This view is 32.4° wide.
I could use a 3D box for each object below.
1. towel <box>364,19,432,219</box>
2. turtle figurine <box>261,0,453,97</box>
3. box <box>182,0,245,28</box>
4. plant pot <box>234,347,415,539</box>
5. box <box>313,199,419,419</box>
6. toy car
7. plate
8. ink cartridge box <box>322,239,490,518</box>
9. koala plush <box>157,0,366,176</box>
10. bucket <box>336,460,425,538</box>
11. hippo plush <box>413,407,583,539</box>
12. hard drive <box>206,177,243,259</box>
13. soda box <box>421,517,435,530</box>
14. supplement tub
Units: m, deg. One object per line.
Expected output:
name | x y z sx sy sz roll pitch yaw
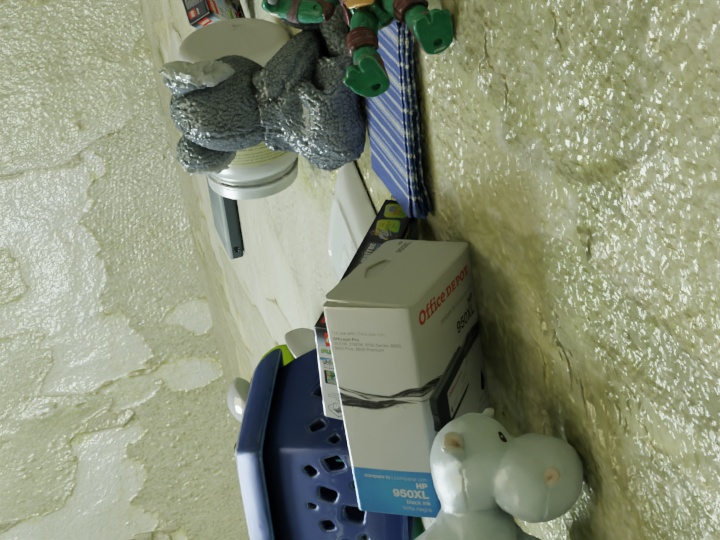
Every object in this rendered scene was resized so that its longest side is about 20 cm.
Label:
towel | 0.030 -0.162 1.175 0.145 0.024 0.201 -123 24 -59
turtle figurine | 0.000 -0.244 1.043 0.150 0.100 0.200 -46 51 26
box | -0.225 -0.424 1.765 0.110 0.035 0.201 16 -128 -61
plant pot | -0.032 0.199 1.342 0.200 0.179 0.201 -82 -11 -55
box | 0.011 0.034 1.172 0.200 0.035 0.110 -62 -26 -46
toy car | -0.088 0.200 1.835 0.150 0.175 0.200 38 -166 -40
plate | 0.000 0.000 1.448 0.200 0.032 0.200 99 154 -59
ink cartridge box | 0.046 0.090 1.081 0.145 0.084 0.201 -44 -51 -55
koala plush | -0.106 -0.178 1.291 0.178 0.199 0.184 93 164 -53
bucket | -0.013 0.327 1.488 0.135 0.206 0.208 -99 4 -50
hippo plush | 0.105 0.193 0.991 0.159 0.199 0.162 -1 -79 -67
hard drive | -0.273 -0.142 2.449 0.140 0.033 0.201 -121 21 -51
soda box | 0.113 0.281 1.210 0.068 0.063 0.201 98 154 -60
supplement tub | -0.151 -0.208 1.603 0.145 0.144 0.201 -121 21 -51
